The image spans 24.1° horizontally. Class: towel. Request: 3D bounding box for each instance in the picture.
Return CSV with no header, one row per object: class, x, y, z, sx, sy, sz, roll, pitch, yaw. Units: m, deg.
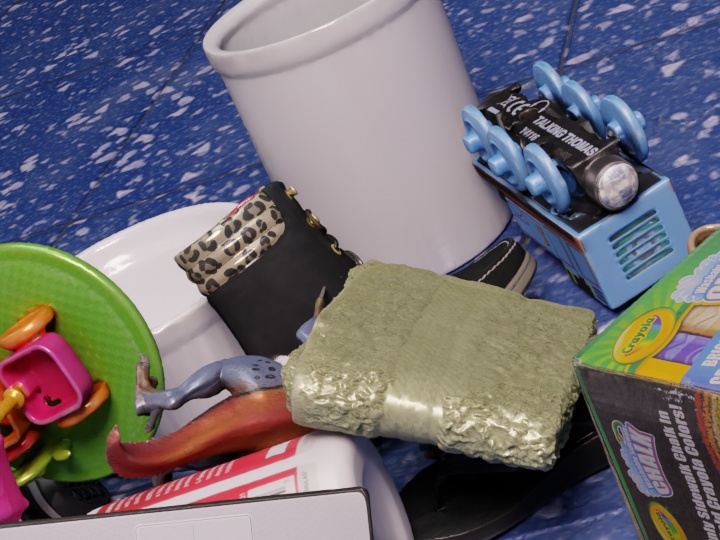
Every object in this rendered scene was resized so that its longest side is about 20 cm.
towel,0.046,0.046,0.869,0.147,0.037,0.200,12,18,7

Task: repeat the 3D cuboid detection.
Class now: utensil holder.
utensil holder,0.004,-0.107,1.199,0.168,0.201,0.170,-20,25,10

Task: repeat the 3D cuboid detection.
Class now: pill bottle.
pill bottle,-0.077,0.158,0.836,0.198,0.113,0.113,-20,24,11

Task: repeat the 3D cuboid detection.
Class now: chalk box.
chalk box,0.189,0.063,0.762,0.124,0.126,0.199,-37,28,-26

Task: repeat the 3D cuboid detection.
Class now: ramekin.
ramekin,-0.138,0.047,1.146,0.199,0.098,0.201,-21,24,10

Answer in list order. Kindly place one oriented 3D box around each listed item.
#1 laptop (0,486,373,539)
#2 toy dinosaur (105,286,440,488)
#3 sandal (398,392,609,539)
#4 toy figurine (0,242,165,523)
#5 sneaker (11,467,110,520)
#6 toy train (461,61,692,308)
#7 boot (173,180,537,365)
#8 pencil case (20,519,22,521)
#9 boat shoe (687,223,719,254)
laptop,-0.087,0.204,0.717,0.185,0.203,0.116,-7,-6,12
toy dinosaur,-0.025,0.088,0.903,0.179,0.106,0.200,-4,17,5
sandal,0.094,0.086,0.901,0.199,0.048,0.075,-28,23,-6
toy figurine,-0.224,0.101,0.888,0.199,0.151,0.184,-27,14,28
sneaker,-0.228,0.146,1.095,0.083,0.072,0.199,-56,30,-9
toy train,0.133,-0.058,1.079,0.086,0.115,0.200,-30,24,-7
boot,0.000,0.000,1.027,0.203,0.154,0.073,-37,4,-22
pencil case,-0.269,0.175,1.025,0.082,0.087,0.199,-26,21,-37
boat shoe,0.241,0.020,0.875,0.071,0.065,0.199,-34,25,-22
